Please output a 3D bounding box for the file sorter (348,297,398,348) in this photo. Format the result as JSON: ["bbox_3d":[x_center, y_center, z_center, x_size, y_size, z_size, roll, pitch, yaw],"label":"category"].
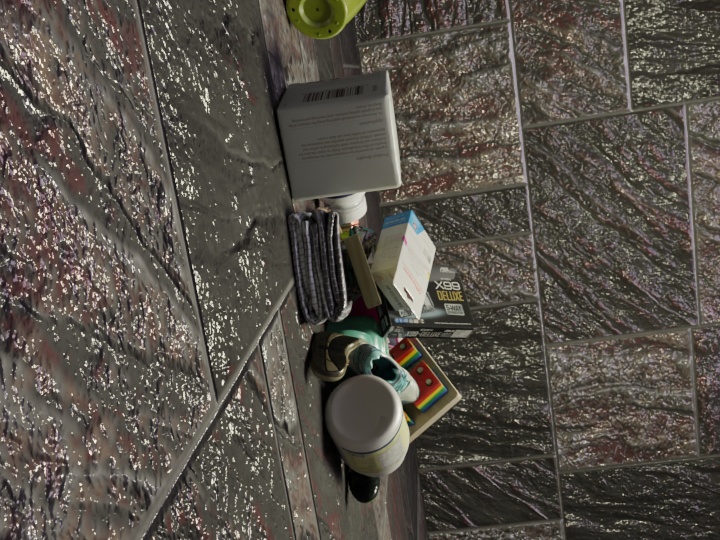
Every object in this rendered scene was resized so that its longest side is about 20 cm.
[{"bbox_3d":[0.072,0.088,1.865,0.125,0.199,0.140,23,44,-43],"label":"file sorter"}]

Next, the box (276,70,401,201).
[{"bbox_3d":[-0.033,-0.247,1.506,0.200,0.197,0.173,-85,167,-65],"label":"box"}]

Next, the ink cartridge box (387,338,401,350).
[{"bbox_3d":[0.053,0.186,2.043,0.145,0.083,0.202,96,-23,-61],"label":"ink cartridge box"}]

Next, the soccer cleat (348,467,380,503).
[{"bbox_3d":[-0.003,0.386,1.704,0.201,0.067,0.082,-100,168,-56],"label":"soccer cleat"}]

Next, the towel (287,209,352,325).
[{"bbox_3d":[-0.063,-0.008,1.471,0.166,0.085,0.202,-9,91,-85],"label":"towel"}]

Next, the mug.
[{"bbox_3d":[-0.003,0.172,1.683,0.185,0.113,0.154,-71,153,-78],"label":"mug"}]

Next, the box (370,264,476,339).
[{"bbox_3d":[0.126,0.062,1.721,0.050,0.198,0.159,123,-37,-48],"label":"box"}]

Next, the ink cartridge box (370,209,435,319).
[{"bbox_3d":[0.081,-0.005,1.636,0.115,0.067,0.201,54,36,-34],"label":"ink cartridge box"}]

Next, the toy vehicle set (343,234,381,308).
[{"bbox_3d":[0.001,-0.002,1.503,0.200,0.026,0.126,-127,-162,-87],"label":"toy vehicle set"}]

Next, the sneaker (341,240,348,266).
[{"bbox_3d":[-0.037,-0.031,1.805,0.200,0.077,0.080,96,-6,-66],"label":"sneaker"}]

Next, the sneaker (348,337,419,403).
[{"bbox_3d":[0.053,0.209,1.598,0.200,0.078,0.086,39,-11,-35],"label":"sneaker"}]

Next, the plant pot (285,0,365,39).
[{"bbox_3d":[-0.072,-0.589,1.730,0.202,0.198,0.194,77,20,-44],"label":"plant pot"}]

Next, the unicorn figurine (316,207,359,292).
[{"bbox_3d":[-0.063,-0.029,1.629,0.137,0.073,0.202,43,24,-80],"label":"unicorn figurine"}]

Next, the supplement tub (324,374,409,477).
[{"bbox_3d":[0.017,0.300,1.571,0.201,0.143,0.146,73,11,-58],"label":"supplement tub"}]

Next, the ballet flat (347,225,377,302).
[{"bbox_3d":[0.000,0.000,1.680,0.072,0.071,0.202,-90,-171,-53],"label":"ballet flat"}]

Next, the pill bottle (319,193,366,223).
[{"bbox_3d":[-0.046,-0.206,1.726,0.120,0.118,0.202,-90,171,-53],"label":"pill bottle"}]

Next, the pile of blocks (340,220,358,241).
[{"bbox_3d":[-0.036,-0.102,1.965,0.083,0.061,0.201,77,8,-45],"label":"pile of blocks"}]

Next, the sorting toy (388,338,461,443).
[{"bbox_3d":[0.074,0.251,1.747,0.070,0.198,0.200,46,5,-46],"label":"sorting toy"}]

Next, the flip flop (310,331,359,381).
[{"bbox_3d":[-0.049,0.158,1.477,0.200,0.080,0.058,-75,174,-72],"label":"flip flop"}]
